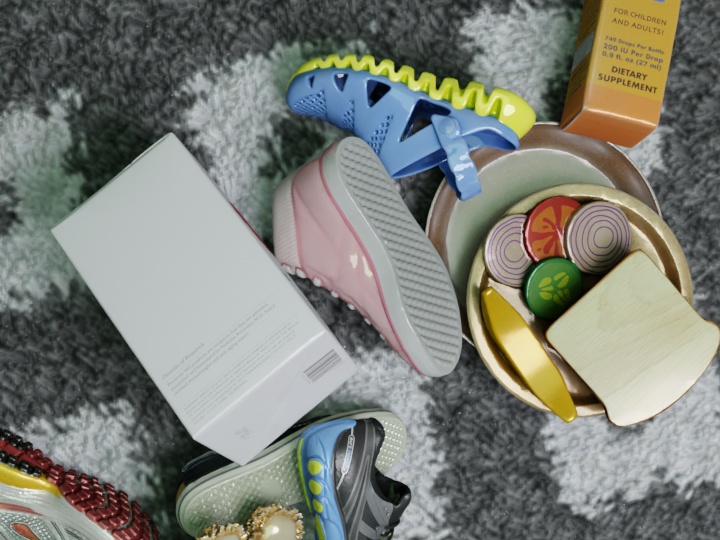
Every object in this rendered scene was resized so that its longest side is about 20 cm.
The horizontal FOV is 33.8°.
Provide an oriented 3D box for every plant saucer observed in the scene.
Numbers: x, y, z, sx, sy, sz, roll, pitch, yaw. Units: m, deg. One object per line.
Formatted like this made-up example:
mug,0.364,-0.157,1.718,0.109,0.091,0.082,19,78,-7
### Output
plant saucer,0.149,-0.020,0.975,0.198,0.032,0.203,0,90,-4

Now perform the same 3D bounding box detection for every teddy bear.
teddy bear,-0.112,0.253,0.916,0.144,0.201,0.067,-32,59,-33

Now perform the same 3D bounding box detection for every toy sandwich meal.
toy sandwich meal,0.181,0.030,0.927,0.203,0.070,0.208,0,91,-3

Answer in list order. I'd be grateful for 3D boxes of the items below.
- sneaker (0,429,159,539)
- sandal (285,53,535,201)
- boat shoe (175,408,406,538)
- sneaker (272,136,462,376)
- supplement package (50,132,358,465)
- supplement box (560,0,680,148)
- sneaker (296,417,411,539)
sneaker,-0.244,0.201,0.940,0.199,0.078,0.083,28,97,4
sandal,0.033,-0.112,0.930,0.198,0.079,0.088,14,82,12
boat shoe,-0.057,0.153,0.947,0.198,0.062,0.075,-18,116,-18
sneaker,0.000,0.000,0.941,0.104,0.075,0.201,-21,102,39
supplement package,-0.114,0.022,0.883,0.119,0.121,0.200,-39,69,-2
supplement box,0.215,-0.206,0.947,0.066,0.069,0.202,12,78,-4
sneaker,0.005,0.202,0.922,0.082,0.071,0.201,-16,117,-14
